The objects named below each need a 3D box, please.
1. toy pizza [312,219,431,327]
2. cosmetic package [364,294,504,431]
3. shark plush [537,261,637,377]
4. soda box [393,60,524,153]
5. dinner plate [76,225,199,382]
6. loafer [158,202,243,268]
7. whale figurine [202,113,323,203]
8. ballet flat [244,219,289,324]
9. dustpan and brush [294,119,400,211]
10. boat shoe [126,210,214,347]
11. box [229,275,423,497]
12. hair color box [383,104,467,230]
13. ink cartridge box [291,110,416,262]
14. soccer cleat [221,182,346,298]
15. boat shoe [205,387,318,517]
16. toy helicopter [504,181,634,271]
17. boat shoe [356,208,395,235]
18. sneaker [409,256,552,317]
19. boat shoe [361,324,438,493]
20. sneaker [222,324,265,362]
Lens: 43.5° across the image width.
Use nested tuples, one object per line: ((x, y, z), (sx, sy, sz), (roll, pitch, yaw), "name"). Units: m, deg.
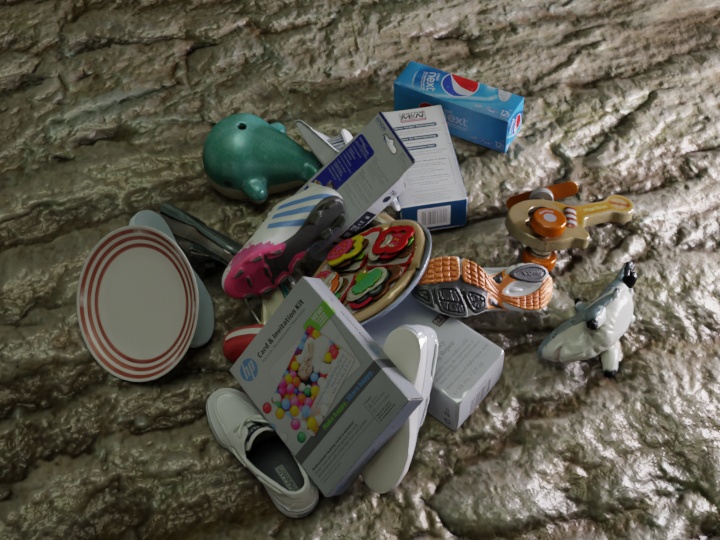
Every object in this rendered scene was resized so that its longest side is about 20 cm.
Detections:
((0.000, 0.000, 1.146), (0.199, 0.032, 0.201), (-27, 31, 18), "toy pizza")
((0.072, 0.099, 1.140), (0.199, 0.074, 0.102), (33, 59, 24), "cosmetic package")
((0.307, 0.044, 1.175), (0.083, 0.091, 0.201), (2, 50, 45), "shark plush")
((0.152, -0.258, 1.417), (0.198, 0.068, 0.064), (23, 56, 20), "soda box")
((-0.286, 0.043, 1.170), (0.198, 0.024, 0.203), (0, 90, 27), "dinner plate")
((-0.224, -0.033, 1.253), (0.199, 0.072, 0.063), (30, 92, 43), "loafer")
((-0.137, -0.173, 1.346), (0.198, 0.104, 0.160), (9, 52, 7), "whale figurine")
((-0.131, 0.015, 1.226), (0.069, 0.070, 0.201), (-14, 52, -7), "ballet flat")
((-0.002, -0.147, 1.307), (0.057, 0.139, 0.201), (-41, 58, 24), "dustpan and brush")
((-0.269, 0.024, 1.227), (0.070, 0.091, 0.202), (-16, 75, -45), "boat shoe")
((-0.044, 0.131, 1.041), (0.156, 0.041, 0.200), (-50, 62, 17), "box")
((0.091, -0.153, 1.342), (0.099, 0.061, 0.201), (-7, 52, -3), "hair color box")
((-0.011, -0.112, 1.229), (0.200, 0.039, 0.100), (-41, 63, 21), "ink cartridge box")
((-0.108, -0.040, 1.188), (0.199, 0.070, 0.086), (-39, 43, -14), "soccer cleat")
((-0.118, 0.202, 1.074), (0.073, 0.066, 0.200), (-38, 59, -23), "boat shoe")
((0.295, -0.079, 1.280), (0.198, 0.079, 0.133), (-11, 42, -19), "toy helicopter")
((0.016, -0.071, 1.282), (0.199, 0.072, 0.076), (32, 48, 25), "boat shoe")
((0.143, 0.027, 1.166), (0.198, 0.092, 0.077), (5, 82, -20), "sneaker")
((0.049, 0.159, 1.053), (0.071, 0.202, 0.068), (11, 9, 35), "boat shoe")
((-0.093, 0.138, 1.117), (0.198, 0.079, 0.116), (4, 59, 20), "sneaker")
